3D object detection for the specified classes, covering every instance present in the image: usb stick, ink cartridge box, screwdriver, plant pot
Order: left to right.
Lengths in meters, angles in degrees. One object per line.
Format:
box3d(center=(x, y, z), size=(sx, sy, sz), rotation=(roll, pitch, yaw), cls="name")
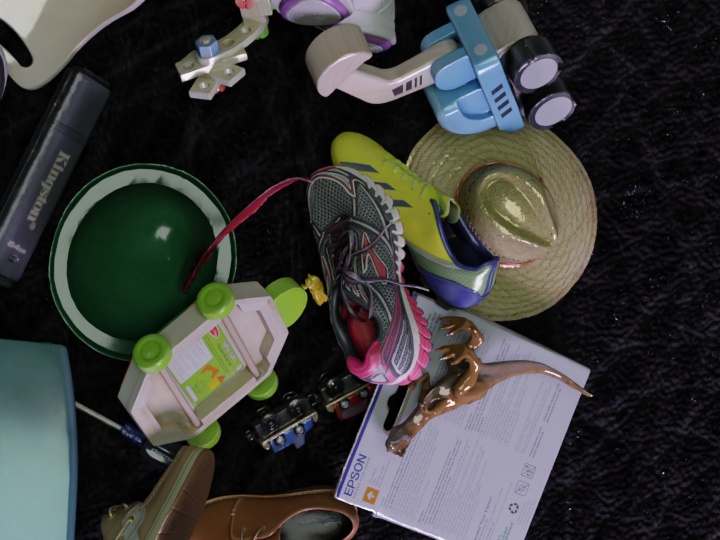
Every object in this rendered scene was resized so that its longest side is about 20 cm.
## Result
box3d(center=(-0.302, 0.158, 1.535), size=(0.140, 0.141, 0.203), rotation=(5, 86, -8), cls="plant pot")
box3d(center=(-0.275, -0.082, 1.583), size=(0.032, 0.055, 0.202), rotation=(24, 85, 27), cls="usb stick")
box3d(center=(-0.223, 0.129, 1.610), size=(0.199, 0.028, 0.029), rotation=(33, 127, -9), cls="screwdriver")
box3d(center=(0.087, 0.142, 1.653), size=(0.199, 0.041, 0.201), rotation=(24, 87, -23), cls="ink cartridge box")

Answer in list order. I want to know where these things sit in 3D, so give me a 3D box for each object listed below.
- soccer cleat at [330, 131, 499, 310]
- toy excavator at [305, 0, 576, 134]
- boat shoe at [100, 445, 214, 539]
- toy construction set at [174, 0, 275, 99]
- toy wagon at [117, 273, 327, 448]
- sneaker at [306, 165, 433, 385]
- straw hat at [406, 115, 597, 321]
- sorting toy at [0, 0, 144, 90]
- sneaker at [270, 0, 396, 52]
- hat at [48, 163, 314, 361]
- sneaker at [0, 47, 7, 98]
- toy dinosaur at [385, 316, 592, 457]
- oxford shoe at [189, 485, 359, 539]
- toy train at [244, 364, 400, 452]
box3d(center=(0.051, -0.057, 1.613), size=(0.064, 0.084, 0.201), rotation=(-26, 69, -40), cls="soccer cleat")
box3d(center=(0.069, -0.172, 1.602), size=(0.198, 0.195, 0.101), rotation=(-27, 57, 4), cls="toy excavator")
box3d(center=(-0.194, 0.233, 1.574), size=(0.066, 0.074, 0.201), rotation=(25, 78, 20), cls="boat shoe")
box3d(center=(-0.109, -0.246, 1.564), size=(0.091, 0.132, 0.201), rotation=(6, 133, -2), cls="toy construction set")
box3d(center=(-0.115, 0.068, 1.579), size=(0.200, 0.156, 0.040), rotation=(-40, 57, -12), cls="toy wagon")
box3d(center=(0.000, 0.000, 1.570), size=(0.074, 0.080, 0.202), rotation=(4, 59, -52), cls="sneaker")
box3d(center=(0.134, -0.051, 1.655), size=(0.199, 0.085, 0.204), rotation=(0, 90, -12), cls="straw hat")
box3d(center=(-0.287, -0.257, 1.559), size=(0.199, 0.107, 0.181), rotation=(29, 96, -20), cls="sorting toy")
box3d(center=(-0.023, -0.255, 1.580), size=(0.074, 0.200, 0.101), rotation=(3, 83, 20), cls="sneaker")
box3d(center=(-0.168, -0.017, 1.541), size=(0.164, 0.176, 0.202), rotation=(25, 85, -12), cls="hat")
box3d(center=(-0.351, -0.097, 1.522), size=(0.075, 0.114, 0.202), rotation=(19, 101, -11), cls="sneaker")
box3d(center=(0.100, 0.094, 1.611), size=(0.198, 0.060, 0.107), rotation=(-22, 128, -13), cls="toy dinosaur")
box3d(center=(-0.097, 0.234, 1.615), size=(0.198, 0.071, 0.072), rotation=(-15, 96, -5), cls="oxford shoe")
box3d(center=(-0.013, 0.110, 1.653), size=(0.199, 0.034, 0.046), rotation=(-27, 109, -11), cls="toy train")
